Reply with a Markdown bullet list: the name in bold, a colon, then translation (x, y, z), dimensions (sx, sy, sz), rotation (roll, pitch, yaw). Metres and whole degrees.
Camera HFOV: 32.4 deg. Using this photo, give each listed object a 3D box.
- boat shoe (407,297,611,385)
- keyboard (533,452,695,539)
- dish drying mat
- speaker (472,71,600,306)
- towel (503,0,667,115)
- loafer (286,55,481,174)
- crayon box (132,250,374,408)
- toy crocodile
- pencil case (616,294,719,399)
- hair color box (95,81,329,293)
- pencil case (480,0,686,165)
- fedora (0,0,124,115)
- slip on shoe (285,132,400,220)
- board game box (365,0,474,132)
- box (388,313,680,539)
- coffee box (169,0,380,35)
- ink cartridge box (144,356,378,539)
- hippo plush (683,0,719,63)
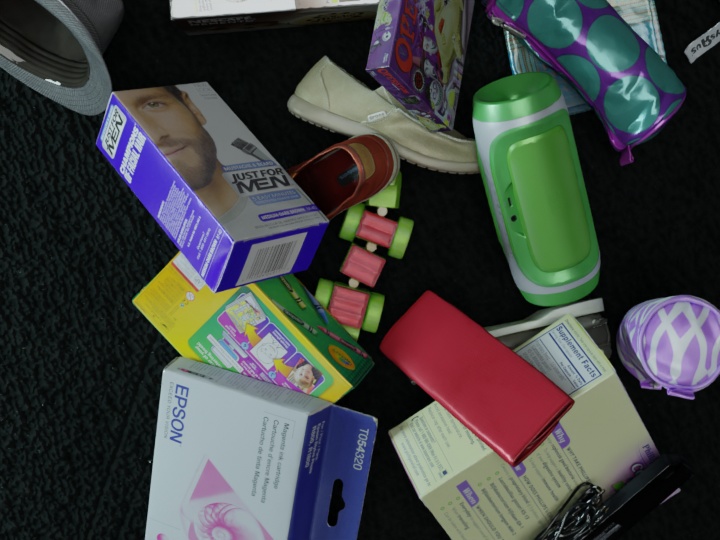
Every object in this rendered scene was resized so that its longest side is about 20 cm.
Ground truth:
- **boat shoe**: translation (0.138, 0.078, 1.163), dimensions (0.200, 0.072, 0.061), rotation (-16, 90, -3)
- **keyboard**: translation (0.200, 0.220, 1.095), dimensions (0.200, 0.104, 0.040), rotation (-43, 57, 8)
- **dish drying mat**: translation (0.096, 0.090, 1.083), dimensions (0.077, 0.200, 0.018), rotation (-44, 135, -7)
- **speaker**: translation (0.160, -0.072, 1.120), dimensions (0.088, 0.089, 0.201), rotation (-17, 114, 1)
- **towel**: translation (0.203, -0.249, 1.163), dimensions (0.145, 0.022, 0.202), rotation (-13, 94, 0)
- **loafer**: translation (0.033, -0.143, 1.144), dimensions (0.198, 0.076, 0.069), rotation (19, 100, -1)
- **crayon box**: translation (-0.099, 0.056, 1.141), dimensions (0.200, 0.058, 0.119), rotation (47, 121, -2)
- **toy crocodile**: translation (0.000, 0.000, 1.161), dimensions (0.067, 0.062, 0.201), rotation (20, 95, -2)
- **pencil case**: translation (0.273, 0.067, 1.103), dimensions (0.083, 0.200, 0.086), rotation (14, 87, 9)
- **hair color box**: translation (-0.131, -0.078, 1.085), dimensions (0.200, 0.109, 0.065), rotation (47, 130, 27)
- **pencil case**: translation (0.200, -0.197, 1.114), dimensions (0.200, 0.085, 0.092), rotation (44, 76, -2)
- **fedora**: translation (-0.283, -0.240, 1.111), dimensions (0.199, 0.177, 0.091), rotation (31, 64, 1)
- **slip on shoe**: translation (-0.054, -0.063, 1.128), dimensions (0.199, 0.061, 0.075), rotation (-29, 83, 32)
- **board game box**: translation (0.060, -0.237, 1.086), dimensions (0.032, 0.120, 0.202), rotation (-2, 69, 36)
- **box**: translation (0.158, 0.172, 1.122), dimensions (0.199, 0.097, 0.176), rotation (-33, 124, 3)
- **coffee box**: translation (-0.070, -0.264, 1.115), dimensions (0.198, 0.113, 0.081), rotation (-4, 94, 0)
- **ink cartridge box**: translation (-0.096, 0.198, 1.136), dimensions (0.198, 0.043, 0.198), rotation (15, 112, 16)
- **hippo plush**: translation (0.373, -0.269, 1.092), dimensions (0.159, 0.161, 0.200), rotation (41, 93, -3)
